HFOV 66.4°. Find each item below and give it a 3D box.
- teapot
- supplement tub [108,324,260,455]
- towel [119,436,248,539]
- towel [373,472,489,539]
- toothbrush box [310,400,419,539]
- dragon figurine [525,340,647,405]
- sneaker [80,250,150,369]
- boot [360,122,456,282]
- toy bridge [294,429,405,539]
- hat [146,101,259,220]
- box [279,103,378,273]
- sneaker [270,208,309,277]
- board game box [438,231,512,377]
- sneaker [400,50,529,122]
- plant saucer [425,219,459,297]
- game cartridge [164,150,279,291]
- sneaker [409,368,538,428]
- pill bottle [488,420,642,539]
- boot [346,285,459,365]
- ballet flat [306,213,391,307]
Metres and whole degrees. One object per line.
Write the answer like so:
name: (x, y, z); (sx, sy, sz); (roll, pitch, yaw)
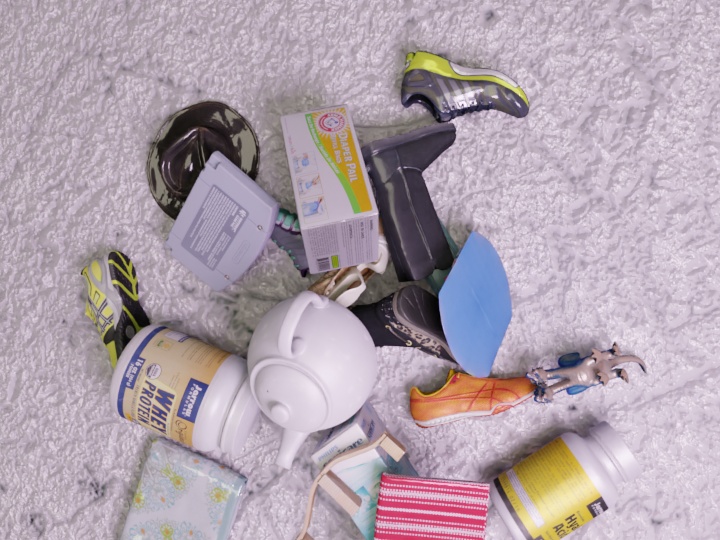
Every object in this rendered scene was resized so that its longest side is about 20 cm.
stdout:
teapot: (-0.077, 0.139, 0.733); (0.196, 0.146, 0.201); (-28, 104, 33)
supplement tub: (-0.252, 0.180, 0.825); (0.197, 0.144, 0.147); (20, 93, 6)
towel: (-0.286, 0.392, 0.880); (0.169, 0.048, 0.203); (20, 93, 5)
towel: (0.086, 0.359, 0.704); (0.142, 0.022, 0.204); (5, 99, -2)
toothbrush box: (0.026, 0.305, 0.796); (0.085, 0.146, 0.201); (-36, 86, 5)
dragon figurine: (0.325, 0.145, 0.795); (0.197, 0.099, 0.060); (-6, 74, -37)
sneaker: (-0.393, 0.075, 0.881); (0.075, 0.075, 0.204); (-16, 79, 13)
boot: (0.099, -0.100, 0.803); (0.163, 0.066, 0.203); (-20, 87, -18)
toy bridge: (-0.028, 0.286, 0.715); (0.067, 0.027, 0.201); (40, 95, 7)
hat: (-0.257, -0.171, 0.851); (0.197, 0.081, 0.205); (0, 90, 7)
box: (-0.044, -0.116, 0.768); (0.100, 0.113, 0.203); (-11, 59, -5)
sneaker: (-0.105, -0.041, 0.843); (0.197, 0.074, 0.089); (21, 98, 5)
board game box: (0.153, 0.050, 0.780); (0.039, 0.201, 0.159); (-8, 125, 41)
sneaker: (0.149, -0.252, 0.811); (0.197, 0.074, 0.082); (19, 86, 13)
plant saucer: (0.118, -0.023, 0.846); (0.069, 0.019, 0.202); (-33, 88, 6)
game cartridge: (-0.205, -0.062, 0.822); (0.133, 0.041, 0.200); (42, 126, -2)
sneaker: (0.168, 0.180, 0.818); (0.196, 0.073, 0.079); (-12, 77, 2)
pill bottle: (0.291, 0.304, 0.785); (0.199, 0.111, 0.112); (-36, 87, 5)
boot: (0.074, 0.093, 0.821); (0.152, 0.203, 0.075); (-16, 51, 42)
ballet flat: (0.000, 0.000, 0.804); (0.200, 0.071, 0.065); (-49, 43, -5)
